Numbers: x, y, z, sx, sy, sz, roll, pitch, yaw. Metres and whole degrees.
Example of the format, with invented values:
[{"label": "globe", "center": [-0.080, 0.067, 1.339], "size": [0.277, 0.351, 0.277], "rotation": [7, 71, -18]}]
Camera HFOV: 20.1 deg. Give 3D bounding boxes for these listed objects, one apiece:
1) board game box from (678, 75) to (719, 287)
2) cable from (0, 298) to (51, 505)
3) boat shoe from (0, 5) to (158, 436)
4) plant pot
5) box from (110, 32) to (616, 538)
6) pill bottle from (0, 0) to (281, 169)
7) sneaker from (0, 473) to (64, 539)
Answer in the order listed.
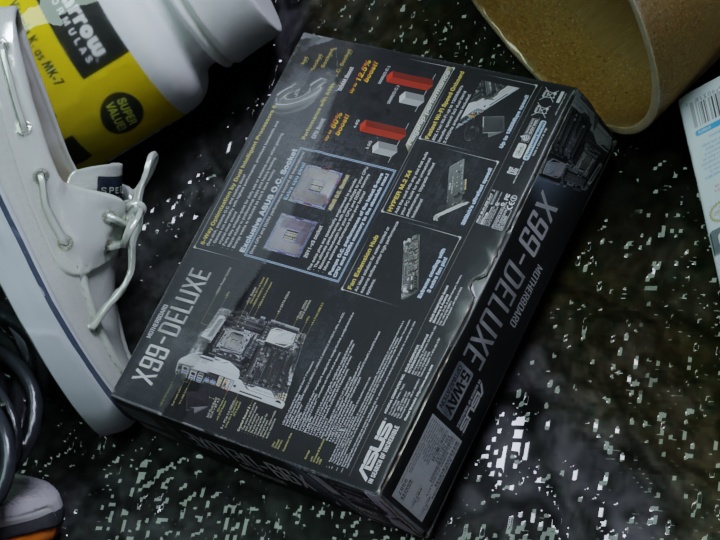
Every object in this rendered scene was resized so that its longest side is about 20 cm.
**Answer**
[{"label": "board game box", "center": [0.216, -0.007, 0.780], "size": [0.147, 0.064, 0.200], "rotation": [-28, 52, 33]}, {"label": "cable", "center": [-0.221, 0.050, 0.920], "size": [0.163, 0.051, 0.200], "rotation": [3, 37, 7]}, {"label": "boat shoe", "center": [-0.129, -0.028, 0.928], "size": [0.086, 0.075, 0.202], "rotation": [-25, 95, 0]}, {"label": "plant pot", "center": [0.144, -0.191, 0.882], "size": [0.200, 0.186, 0.186], "rotation": [-36, 54, -11]}, {"label": "box", "center": [0.000, 0.000, 0.902], "size": [0.158, 0.050, 0.200], "rotation": [15, 72, 36]}, {"label": "pill bottle", "center": [-0.147, -0.105, 0.995], "size": [0.200, 0.114, 0.114], "rotation": [-31, 55, 8]}, {"label": "sneaker", "center": [-0.225, 0.163, 0.918], "size": [0.200, 0.112, 0.078], "rotation": [-15, 14, -15]}]
